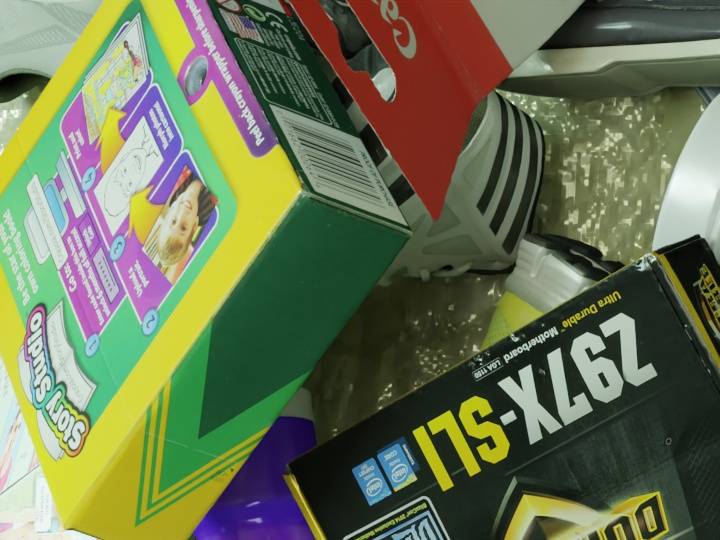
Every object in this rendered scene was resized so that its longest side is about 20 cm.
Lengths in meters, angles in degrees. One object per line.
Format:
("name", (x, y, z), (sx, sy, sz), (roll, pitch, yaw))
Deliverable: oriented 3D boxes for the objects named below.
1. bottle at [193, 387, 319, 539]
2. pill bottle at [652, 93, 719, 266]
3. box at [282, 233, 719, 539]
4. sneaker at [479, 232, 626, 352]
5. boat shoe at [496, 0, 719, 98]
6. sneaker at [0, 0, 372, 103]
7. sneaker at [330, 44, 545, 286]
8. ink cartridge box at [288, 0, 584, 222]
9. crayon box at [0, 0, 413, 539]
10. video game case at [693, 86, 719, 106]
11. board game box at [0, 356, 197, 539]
("bottle", (-0.035, 0.149, 1.191), (0.065, 0.084, 0.200), (-8, 77, 10))
("pill bottle", (0.218, 0.003, 1.110), (0.200, 0.112, 0.112), (23, 87, 20))
("box", (0.085, 0.101, 1.123), (0.200, 0.049, 0.160), (-31, 82, 34))
("sneaker", (0.126, 0.073, 1.161), (0.200, 0.078, 0.090), (39, 104, 27))
("boat shoe", (0.144, -0.108, 1.170), (0.200, 0.073, 0.063), (-3, 81, 25))
("sneaker", (-0.084, -0.102, 1.279), (0.200, 0.074, 0.080), (5, 89, 28))
("sneaker", (0.000, 0.000, 1.203), (0.200, 0.115, 0.076), (-44, 40, 26))
("ink cartridge box", (0.034, -0.145, 1.105), (0.050, 0.161, 0.200), (-12, 42, 29))
("crayon box", (-0.077, -0.015, 1.160), (0.173, 0.058, 0.200), (-54, 37, 22))
("video game case", (0.181, -0.140, 1.210), (0.143, 0.019, 0.200), (-37, 69, 10))
("board game box", (-0.124, 0.086, 1.269), (0.134, 0.029, 0.200), (12, 82, 23))
